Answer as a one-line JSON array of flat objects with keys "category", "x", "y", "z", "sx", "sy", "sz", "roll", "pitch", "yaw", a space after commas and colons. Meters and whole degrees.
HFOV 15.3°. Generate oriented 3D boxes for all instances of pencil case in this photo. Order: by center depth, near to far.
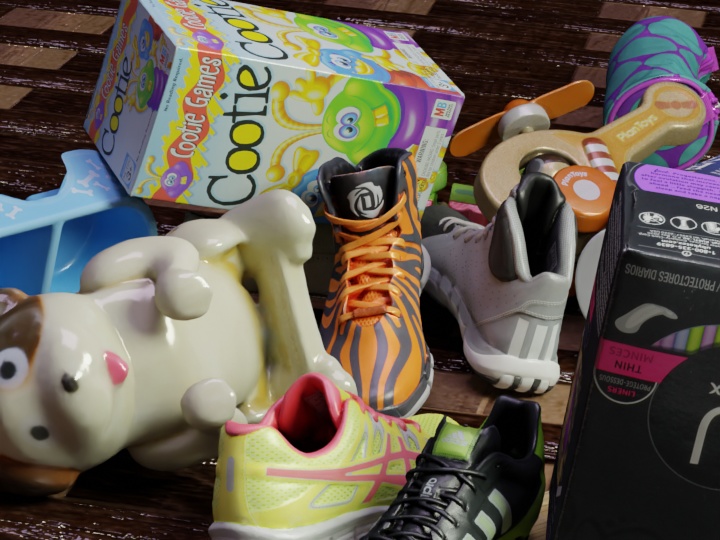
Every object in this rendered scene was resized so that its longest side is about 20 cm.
[{"category": "pencil case", "x": 0.237, "y": -0.137, "z": 2.094, "sx": 0.092, "sy": 0.085, "sz": 0.200, "roll": -11, "pitch": 18, "yaw": 9}]

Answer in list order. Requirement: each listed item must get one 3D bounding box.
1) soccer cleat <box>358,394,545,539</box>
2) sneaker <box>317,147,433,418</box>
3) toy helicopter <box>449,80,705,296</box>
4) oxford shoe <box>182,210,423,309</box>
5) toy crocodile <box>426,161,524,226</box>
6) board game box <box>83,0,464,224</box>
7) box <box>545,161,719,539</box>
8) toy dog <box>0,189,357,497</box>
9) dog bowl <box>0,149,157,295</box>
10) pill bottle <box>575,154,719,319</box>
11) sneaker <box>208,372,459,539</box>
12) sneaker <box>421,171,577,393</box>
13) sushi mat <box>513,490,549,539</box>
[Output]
[{"category": "soccer cleat", "x": 0.036, "y": 0.120, "z": 1.306, "sx": 0.067, "sy": 0.081, "sz": 0.200, "roll": 13, "pitch": 23, "yaw": 23}, {"category": "sneaker", "x": 0.000, "y": 0.000, "z": 1.578, "sx": 0.077, "sy": 0.112, "sz": 0.200, "roll": -6, "pitch": 36, "yaw": 5}, {"category": "toy helicopter", "x": 0.151, "y": -0.079, "z": 1.775, "sx": 0.132, "sy": 0.079, "sz": 0.200, "roll": 40, "pitch": 50, "yaw": 23}, {"category": "oxford shoe", "x": -0.026, "y": -0.014, "z": 1.720, "sx": 0.199, "sy": 0.074, "sz": 0.071, "roll": -8, "pitch": 20, "yaw": -32}, {"category": "toy crocodile", "x": 0.078, "y": -0.034, "z": 1.807, "sx": 0.199, "sy": 0.068, "sz": 0.062, "roll": 3, "pitch": 23, "yaw": 4}, {"category": "board game box", "x": -0.055, "y": -0.099, "z": 1.672, "sx": 0.199, "sy": 0.105, "sz": 0.103, "roll": 7, "pitch": 25, "yaw": -28}, {"category": "box", "x": 0.166, "y": 0.064, "z": 1.315, "sx": 0.122, "sy": 0.201, "sz": 0.106, "roll": 10, "pitch": 27, "yaw": 1}, {"category": "toy dog", "x": -0.132, "y": 0.043, "z": 1.460, "sx": 0.193, "sy": 0.140, "sz": 0.200, "roll": 2, "pitch": 15, "yaw": 40}, {"category": "dog bowl", "x": -0.204, "y": -0.005, "z": 1.627, "sx": 0.050, "sy": 0.112, "sz": 0.200, "roll": 33, "pitch": 33, "yaw": 32}, {"category": "pill bottle", "x": 0.222, "y": -0.011, "z": 1.696, "sx": 0.111, "sy": 0.112, "sz": 0.200, "roll": 16, "pitch": 23, "yaw": 33}, {"category": "sneaker", "x": -0.006, "y": 0.093, "z": 1.376, "sx": 0.078, "sy": 0.091, "sz": 0.200, "roll": -2, "pitch": 9, "yaw": 33}, {"category": "sneaker", "x": 0.090, "y": -0.019, "z": 1.651, "sx": 0.075, "sy": 0.116, "sz": 0.200, "roll": 5, "pitch": 27, "yaw": -23}, {"category": "sushi mat", "x": 0.080, "y": 0.149, "z": 1.372, "sx": 0.199, "sy": 0.012, "sz": 0.096, "roll": -13, "pitch": 25, "yaw": -37}]
